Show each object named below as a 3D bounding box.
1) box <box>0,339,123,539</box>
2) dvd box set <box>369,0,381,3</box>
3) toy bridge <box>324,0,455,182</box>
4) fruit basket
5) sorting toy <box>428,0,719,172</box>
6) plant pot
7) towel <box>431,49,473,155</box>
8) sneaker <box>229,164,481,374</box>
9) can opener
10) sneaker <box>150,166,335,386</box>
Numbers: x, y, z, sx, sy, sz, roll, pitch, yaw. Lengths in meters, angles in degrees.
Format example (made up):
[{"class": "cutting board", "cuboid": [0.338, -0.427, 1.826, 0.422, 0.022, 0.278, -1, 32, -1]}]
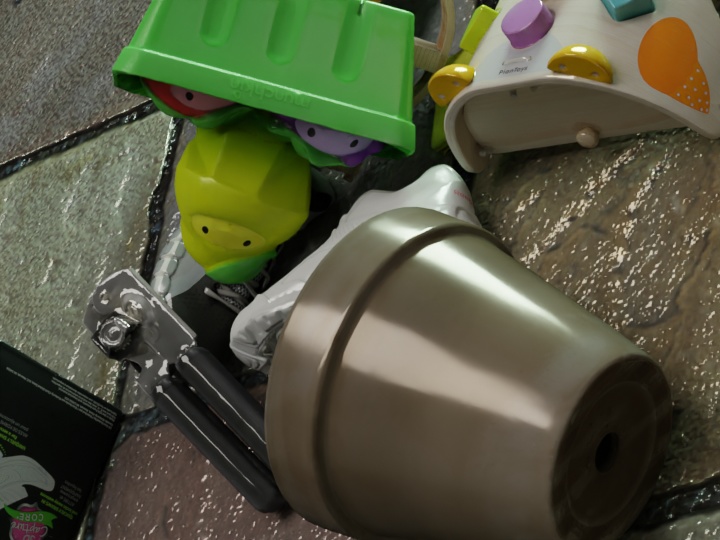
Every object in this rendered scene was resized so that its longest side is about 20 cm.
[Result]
[{"class": "box", "cuboid": [-0.290, 0.164, 1.920, 0.149, 0.124, 0.200, -2, 60, 50]}, {"class": "dvd box set", "cuboid": [-0.020, -0.220, 1.910, 0.146, 0.029, 0.200, 3, 43, 49]}, {"class": "toy bridge", "cuboid": [0.025, -0.152, 1.821, 0.027, 0.067, 0.200, -117, 45, -68]}, {"class": "fruit basket", "cuboid": [-0.069, -0.089, 1.753, 0.216, 0.216, 0.156, -59, 4, -3]}, {"class": "sorting toy", "cuboid": [0.139, -0.169, 1.670, 0.200, 0.107, 0.180, -7, 56, 43]}, {"class": "plant pot", "cuboid": [0.075, 0.080, 1.514, 0.173, 0.200, 0.200, 19, 77, 37]}, {"class": "towel", "cuboid": [0.127, -0.148, 1.759, 0.200, 0.018, 0.086, -28, 39, 36]}, {"class": "sneaker", "cuboid": [0.000, 0.000, 1.755, 0.200, 0.078, 0.099, -28, 36, 22]}, {"class": "can opener", "cuboid": [-0.106, 0.078, 1.774, 0.200, 0.067, 0.053, 45, 102, 17]}, {"class": "sneaker", "cuboid": [-0.076, -0.019, 1.851, 0.115, 0.075, 0.200, -18, 49, 39]}]
